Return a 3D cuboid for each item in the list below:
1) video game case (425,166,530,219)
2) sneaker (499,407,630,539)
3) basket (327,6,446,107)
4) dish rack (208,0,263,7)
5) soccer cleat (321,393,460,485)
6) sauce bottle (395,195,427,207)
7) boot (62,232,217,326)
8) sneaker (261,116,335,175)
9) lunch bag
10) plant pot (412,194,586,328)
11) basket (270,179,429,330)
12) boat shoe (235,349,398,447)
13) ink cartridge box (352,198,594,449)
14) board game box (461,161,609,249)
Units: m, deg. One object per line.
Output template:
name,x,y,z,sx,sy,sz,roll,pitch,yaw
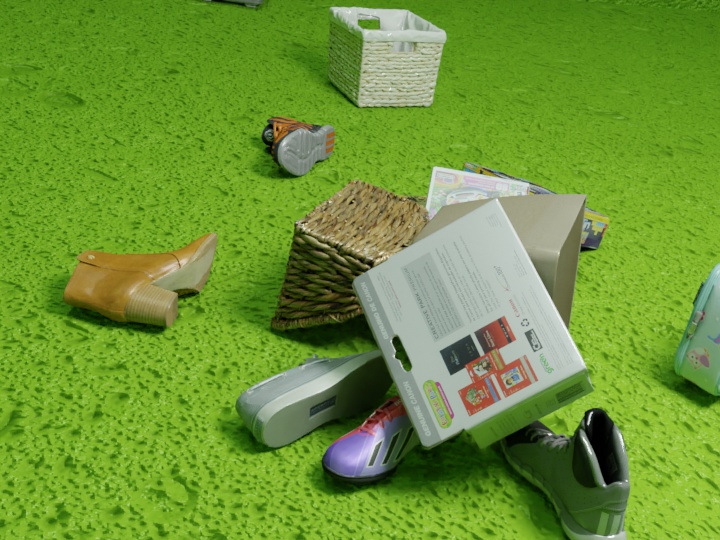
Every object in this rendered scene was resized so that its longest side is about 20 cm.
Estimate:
video game case,0.152,-0.045,1.402,0.140,0.018,0.203,10,62,4
sneaker,0.209,0.171,1.005,0.074,0.117,0.200,-4,29,-23
basket,0.045,-0.450,2.137,0.195,0.163,0.200,-5,30,-24
dish rack,-0.345,-0.754,2.758,0.196,0.044,0.172,8,26,0
soccer cleat,0.039,0.153,1.038,0.198,0.074,0.068,-17,36,-41
sauce bottle,0.095,-0.080,1.528,0.197,0.067,0.066,0,27,-26
boot,-0.270,-0.006,1.265,0.141,0.072,0.202,15,32,7
sneaker,-0.128,-0.213,1.730,0.110,0.079,0.200,13,16,19
lunch bag,0.464,0.066,1.248,0.198,0.163,0.077,-10,36,-44
plant pot,0.156,0.021,1.210,0.174,0.203,0.200,10,25,17
basket,0.000,0.000,1.265,0.141,0.151,0.200,23,28,14
boat shoe,-0.045,0.120,1.084,0.199,0.071,0.071,-19,40,-39
ink cartridge box,0.109,0.063,1.023,0.173,0.084,0.202,-27,63,7
board game box,0.262,-0.097,1.557,0.164,0.058,0.198,33,16,38
